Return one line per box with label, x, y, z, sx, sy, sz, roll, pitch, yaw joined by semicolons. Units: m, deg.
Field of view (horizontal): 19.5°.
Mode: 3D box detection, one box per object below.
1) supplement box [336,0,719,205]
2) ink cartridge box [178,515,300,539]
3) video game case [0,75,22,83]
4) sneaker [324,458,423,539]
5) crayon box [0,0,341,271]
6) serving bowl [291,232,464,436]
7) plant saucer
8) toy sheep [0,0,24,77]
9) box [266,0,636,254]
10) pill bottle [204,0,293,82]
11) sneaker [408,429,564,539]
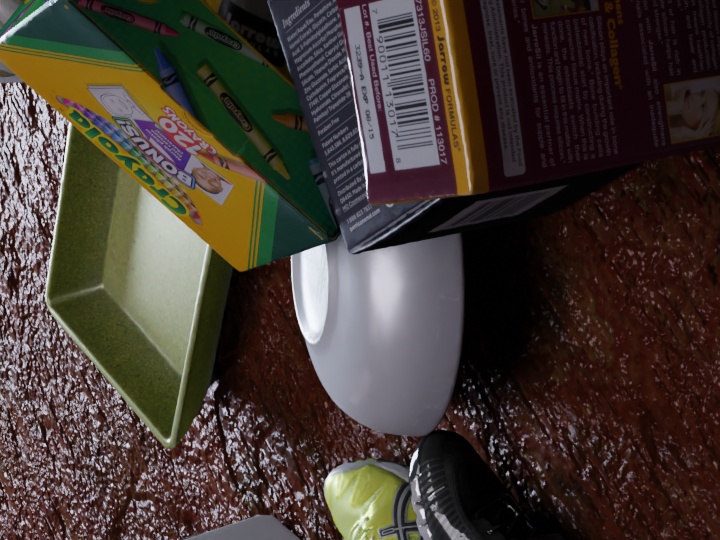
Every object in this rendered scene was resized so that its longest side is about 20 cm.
supplement box;0.096;-0.103;1.022;0.085;0.199;0.111;-2;98;55
ink cartridge box;-0.069;0.297;1.468;0.147;0.085;0.202;32;126;46
video game case;-0.157;-0.204;1.338;0.024;0.198;0.183;-83;-11;-50
sneaker;0.030;0.192;1.308;0.200;0.076;0.076;47;136;38
crayon box;-0.098;-0.091;1.165;0.200;0.058;0.119;42;155;-17
serving bowl;0.000;0.000;1.249;0.200;0.065;0.202;178;90;-74
plant saucer;-0.153;-0.007;1.530;0.200;0.048;0.201;43;132;40
toy sheep;-0.178;-0.183;1.260;0.200;0.137;0.139;-41;66;36
box;0.045;-0.127;1.133;0.104;0.147;0.202;-31;75;53
pill bottle;-0.057;-0.138;1.293;0.114;0.114;0.201;45;127;38
sneaker;0.098;0.177;1.222;0.090;0.066;0.201;-38;72;49
